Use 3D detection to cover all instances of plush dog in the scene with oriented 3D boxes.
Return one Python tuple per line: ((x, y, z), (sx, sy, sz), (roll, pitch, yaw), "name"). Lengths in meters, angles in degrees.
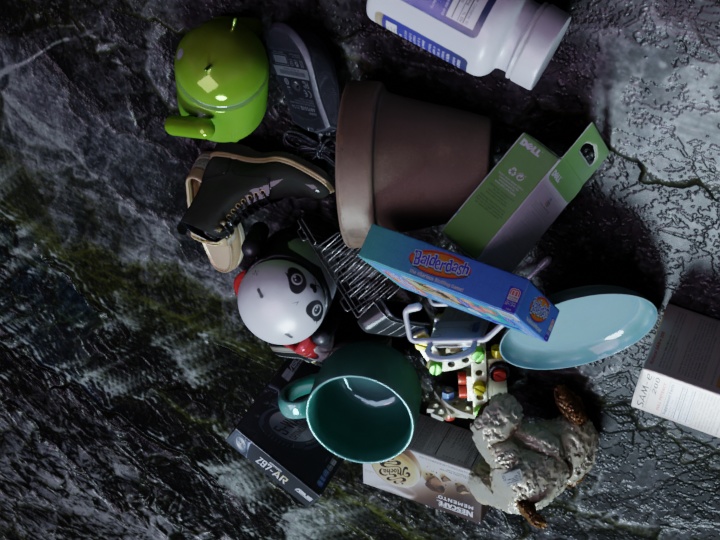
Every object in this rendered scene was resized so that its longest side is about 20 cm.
((0.254, 0.256, 1.566), (0.160, 0.171, 0.201), (43, 149, 41), "plush dog")

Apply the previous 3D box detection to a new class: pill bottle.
((0.118, -0.281, 1.239), (0.199, 0.120, 0.120), (30, 136, 7), "pill bottle")

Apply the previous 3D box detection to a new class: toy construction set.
((0.141, 0.151, 1.600), (0.130, 0.092, 0.201), (-3, 135, 4), "toy construction set")

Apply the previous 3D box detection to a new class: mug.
((-0.004, 0.168, 1.605), (0.184, 0.115, 0.152), (30, 123, -5), "mug")

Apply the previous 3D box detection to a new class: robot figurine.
((-0.173, -0.235, 1.434), (0.115, 0.176, 0.200), (23, 162, 1), "robot figurine")
((-0.092, 0.016, 1.553), (0.149, 0.200, 0.125), (16, 118, 4), "robot figurine")

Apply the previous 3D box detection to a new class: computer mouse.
((-0.061, -0.227, 1.440), (0.138, 0.053, 0.201), (25, 141, 44), "computer mouse")

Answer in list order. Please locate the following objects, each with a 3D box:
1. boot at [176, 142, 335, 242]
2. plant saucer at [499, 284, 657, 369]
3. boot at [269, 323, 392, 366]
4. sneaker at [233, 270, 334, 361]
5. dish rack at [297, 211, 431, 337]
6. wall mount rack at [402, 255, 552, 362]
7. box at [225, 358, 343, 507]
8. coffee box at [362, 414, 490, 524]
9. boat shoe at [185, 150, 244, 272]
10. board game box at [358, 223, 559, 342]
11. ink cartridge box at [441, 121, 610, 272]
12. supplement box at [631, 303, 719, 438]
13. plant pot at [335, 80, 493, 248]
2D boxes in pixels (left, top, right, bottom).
((-0.139, -0.086, 1.526), (0.199, 0.139, 0.077), (12, 157, 35), "boot")
((0.269, 0.068, 1.430), (0.199, 0.028, 0.200), (-7, 151, -4), "plant saucer")
((-0.031, 0.158, 1.720), (0.202, 0.074, 0.154), (-2, 119, 28), "boot")
((-0.120, 0.054, 1.652), (0.200, 0.085, 0.077), (37, 102, 32), "sneaker")
((0.000, 0.000, 1.507), (0.054, 0.153, 0.201), (-37, 71, 14), "dish rack")
((0.152, 0.041, 1.448), (0.173, 0.200, 0.075), (-3, 112, 19), "wall mount rack")
((-0.086, 0.230, 1.729), (0.160, 0.200, 0.044), (40, 136, -2), "box")
((0.108, 0.291, 1.744), (0.199, 0.080, 0.114), (16, 131, 20), "coffee box")
((-0.218, -0.073, 1.655), (0.073, 0.069, 0.201), (12, 130, 24), "boat shoe")
((0.115, 0.015, 1.312), (0.199, 0.045, 0.152), (20, 174, 25), "board game box")
((0.190, -0.089, 1.310), (0.059, 0.200, 0.104), (42, -176, 28), "ink cartridge box")
((0.441, 0.133, 1.375), (0.199, 0.126, 0.074), (20, 135, 18), "supplement box")
((0.069, -0.125, 1.367), (0.173, 0.201, 0.201), (2, 128, 9), "plant pot")
